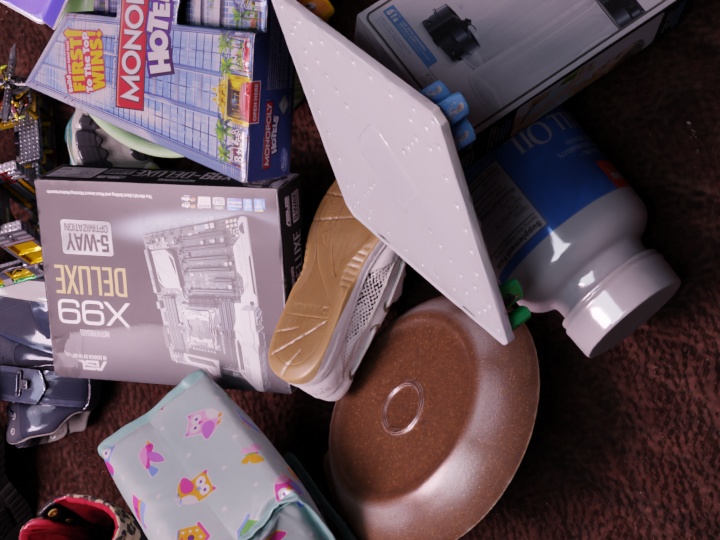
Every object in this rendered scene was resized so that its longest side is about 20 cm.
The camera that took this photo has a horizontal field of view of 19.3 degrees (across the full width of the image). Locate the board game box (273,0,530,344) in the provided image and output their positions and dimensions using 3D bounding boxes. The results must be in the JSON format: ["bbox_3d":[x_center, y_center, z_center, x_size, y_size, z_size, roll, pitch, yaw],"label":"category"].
[{"bbox_3d":[0.028,-0.073,1.380,0.200,0.026,0.200,41,159,45],"label":"board game box"}]

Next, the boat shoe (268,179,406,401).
[{"bbox_3d":[0.000,0.000,1.541,0.071,0.069,0.201,15,74,42],"label":"boat shoe"}]

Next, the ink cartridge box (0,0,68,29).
[{"bbox_3d":[-0.207,-0.277,1.525,0.043,0.200,0.199,23,94,-18],"label":"ink cartridge box"}]

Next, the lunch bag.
[{"bbox_3d":[-0.077,0.197,1.551,0.122,0.200,0.170,-38,43,-5],"label":"lunch bag"}]

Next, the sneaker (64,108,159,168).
[{"bbox_3d":[-0.181,-0.039,1.671,0.080,0.077,0.201,-5,103,65],"label":"sneaker"}]

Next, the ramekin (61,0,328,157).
[{"bbox_3d":[-0.120,-0.188,1.583,0.199,0.098,0.201,5,100,30],"label":"ramekin"}]

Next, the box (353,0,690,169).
[{"bbox_3d":[0.107,-0.167,1.400,0.200,0.060,0.117,-33,75,-14],"label":"box"}]

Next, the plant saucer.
[{"bbox_3d":[0.040,0.102,1.504,0.200,0.037,0.201,-28,49,37],"label":"plant saucer"}]

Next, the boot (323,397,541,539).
[{"bbox_3d":[0.045,0.124,1.549,0.200,0.073,0.076,-37,72,33],"label":"boot"}]

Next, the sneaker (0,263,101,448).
[{"bbox_3d":[-0.297,0.069,1.743,0.202,0.077,0.147,8,99,29],"label":"sneaker"}]

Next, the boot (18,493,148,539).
[{"bbox_3d":[-0.213,0.227,1.665,0.199,0.150,0.073,-5,67,33],"label":"boot"}]

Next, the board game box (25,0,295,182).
[{"bbox_3d":[-0.142,-0.175,1.504,0.199,0.062,0.201,9,102,29],"label":"board game box"}]

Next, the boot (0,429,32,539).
[{"bbox_3d":[-0.359,0.149,1.748,0.138,0.077,0.200,30,148,28],"label":"boot"}]

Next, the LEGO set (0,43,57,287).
[{"bbox_3d":[-0.308,-0.072,1.664,0.153,0.116,0.201,-6,70,16],"label":"LEGO set"}]

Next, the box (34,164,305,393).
[{"bbox_3d":[-0.139,0.005,1.580,0.199,0.050,0.158,4,108,20],"label":"box"}]

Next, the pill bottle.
[{"bbox_3d":[0.125,-0.043,1.448,0.200,0.112,0.112,51,119,14],"label":"pill bottle"}]
